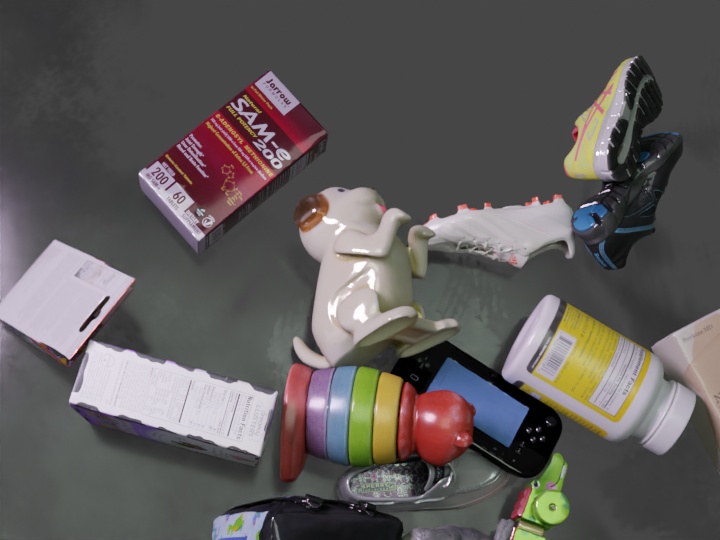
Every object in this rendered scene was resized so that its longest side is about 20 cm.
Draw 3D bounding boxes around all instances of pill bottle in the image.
[{"bbox_3d":[0.269,0.122,1.398,0.199,0.111,0.112,31,74,2],"label":"pill bottle"}]

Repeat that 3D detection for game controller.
[{"bbox_3d":[0.128,0.151,1.394,0.199,0.042,0.104,32,41,7],"label":"game controller"}]

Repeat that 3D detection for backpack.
[{"bbox_3d":[-0.077,0.294,1.273,0.162,0.199,0.155,11,85,-35],"label":"backpack"}]

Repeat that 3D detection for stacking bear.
[{"bbox_3d":[0.022,0.161,1.324,0.198,0.122,0.115,4,112,6],"label":"stacking bear"}]

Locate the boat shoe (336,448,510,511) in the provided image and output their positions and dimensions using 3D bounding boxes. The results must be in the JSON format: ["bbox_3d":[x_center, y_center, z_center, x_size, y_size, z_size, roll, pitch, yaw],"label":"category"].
[{"bbox_3d":[0.073,0.225,1.371,0.198,0.069,0.073,-1,75,-7],"label":"boat shoe"}]

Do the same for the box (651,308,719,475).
[{"bbox_3d":[0.428,0.149,1.426,0.094,0.078,0.201,-26,80,-11],"label":"box"}]

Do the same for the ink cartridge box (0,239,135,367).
[{"bbox_3d":[-0.303,0.040,1.319,0.109,0.199,0.050,-52,128,-15],"label":"ink cartridge box"}]

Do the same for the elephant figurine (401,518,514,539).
[{"bbox_3d":[0.049,0.344,1.319,0.154,0.200,0.142,18,56,-27],"label":"elephant figurine"}]

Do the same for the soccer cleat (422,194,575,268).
[{"bbox_3d":[0.159,-0.038,1.452,0.198,0.069,0.078,-8,80,-11],"label":"soccer cleat"}]

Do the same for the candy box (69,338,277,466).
[{"bbox_3d":[-0.191,0.144,1.311,0.198,0.168,0.072,16,76,-3],"label":"candy box"}]

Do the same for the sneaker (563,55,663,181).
[{"bbox_3d":[0.297,-0.184,1.501,0.078,0.090,0.201,51,51,-26],"label":"sneaker"}]

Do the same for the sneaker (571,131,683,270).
[{"bbox_3d":[0.326,-0.087,1.491,0.200,0.073,0.082,-47,119,-23],"label":"sneaker"}]

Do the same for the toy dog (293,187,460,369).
[{"bbox_3d":[0.000,0.000,1.389,0.139,0.193,0.201,9,57,-49],"label":"toy dog"}]

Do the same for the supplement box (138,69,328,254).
[{"bbox_3d":[-0.145,-0.126,1.441,0.200,0.061,0.109,-41,83,-15],"label":"supplement box"}]

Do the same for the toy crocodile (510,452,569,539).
[{"bbox_3d":[0.181,0.295,1.366,0.061,0.068,0.201,21,75,0],"label":"toy crocodile"}]
